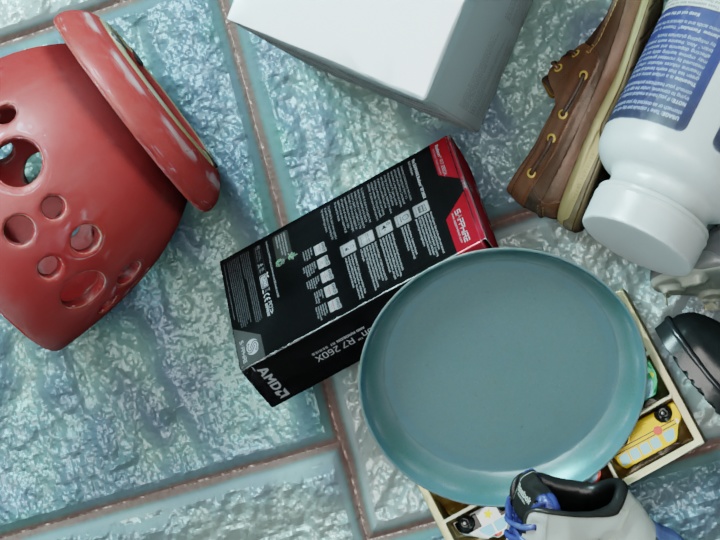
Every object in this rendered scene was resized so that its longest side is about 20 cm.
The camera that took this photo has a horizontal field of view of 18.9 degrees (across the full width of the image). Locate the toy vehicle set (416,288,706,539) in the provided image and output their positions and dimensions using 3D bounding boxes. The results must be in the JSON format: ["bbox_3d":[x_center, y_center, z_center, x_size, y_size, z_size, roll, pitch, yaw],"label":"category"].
[{"bbox_3d":[0.132,0.115,1.551,0.199,0.027,0.125,-30,81,11],"label":"toy vehicle set"}]

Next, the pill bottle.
[{"bbox_3d":[0.230,-0.102,1.468,0.111,0.111,0.201,25,77,13],"label":"pill bottle"}]

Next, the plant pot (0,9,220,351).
[{"bbox_3d":[-0.213,-0.071,1.561,0.182,0.200,0.201,-37,80,0],"label":"plant pot"}]

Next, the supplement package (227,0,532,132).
[{"bbox_3d":[0.026,-0.201,1.500,0.150,0.200,0.152,23,93,13],"label":"supplement package"}]

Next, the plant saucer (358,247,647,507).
[{"bbox_3d":[0.098,0.071,1.494,0.199,0.027,0.201,0,115,0],"label":"plant saucer"}]

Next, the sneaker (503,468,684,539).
[{"bbox_3d":[0.118,0.202,1.505,0.199,0.081,0.115,-32,111,4],"label":"sneaker"}]

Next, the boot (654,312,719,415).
[{"bbox_3d":[0.323,0.063,1.483,0.162,0.073,0.198,-43,86,11],"label":"boot"}]

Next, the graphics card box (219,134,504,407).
[{"bbox_3d":[0.000,0.000,1.543,0.199,0.051,0.126,-28,41,10],"label":"graphics card box"}]

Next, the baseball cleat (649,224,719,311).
[{"bbox_3d":[0.295,-0.040,1.506,0.199,0.070,0.107,-11,72,9],"label":"baseball cleat"}]

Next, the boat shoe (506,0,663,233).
[{"bbox_3d":[0.161,-0.131,1.530,0.067,0.072,0.201,21,93,15],"label":"boat shoe"}]
